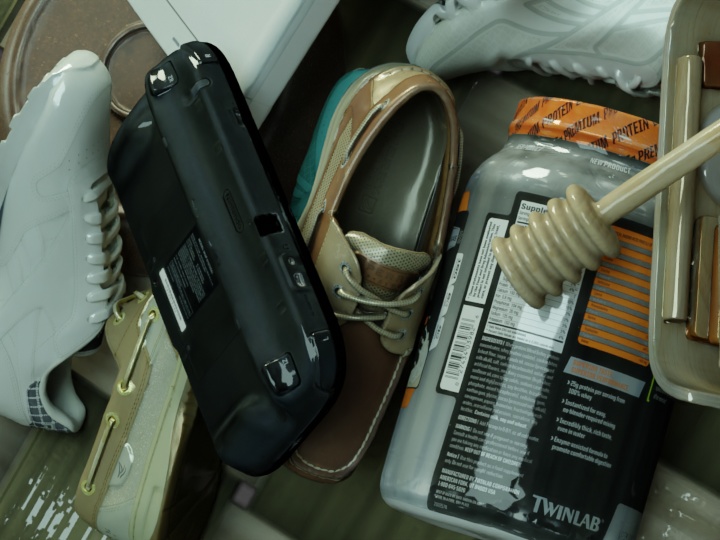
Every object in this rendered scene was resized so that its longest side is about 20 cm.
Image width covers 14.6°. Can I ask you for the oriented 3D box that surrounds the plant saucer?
[{"bbox_3d":[-0.106,-0.099,1.451,0.199,0.034,0.202,-5,77,21],"label":"plant saucer"}]

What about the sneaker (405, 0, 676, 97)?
[{"bbox_3d":[0.117,-0.118,1.354,0.199,0.075,0.082,-15,85,19],"label":"sneaker"}]

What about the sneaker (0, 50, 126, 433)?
[{"bbox_3d":[-0.149,-0.015,1.407,0.080,0.076,0.201,25,118,12],"label":"sneaker"}]

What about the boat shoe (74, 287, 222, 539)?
[{"bbox_3d":[-0.094,0.040,1.390,0.066,0.074,0.201,16,89,23],"label":"boat shoe"}]

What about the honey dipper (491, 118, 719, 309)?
[{"bbox_3d":[0.147,-0.052,1.207,0.200,0.038,0.038,-34,69,12],"label":"honey dipper"}]

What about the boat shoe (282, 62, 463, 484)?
[{"bbox_3d":[0.000,0.000,1.301,0.075,0.072,0.201,12,89,-13],"label":"boat shoe"}]

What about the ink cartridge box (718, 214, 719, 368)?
[{"bbox_3d":[0.271,0.001,1.168,0.199,0.165,0.076,4,78,-23],"label":"ink cartridge box"}]

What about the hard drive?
[{"bbox_3d":[-0.034,-0.181,1.358,0.200,0.027,0.132,-56,42,18],"label":"hard drive"}]

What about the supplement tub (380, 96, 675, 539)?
[{"bbox_3d":[0.091,0.029,1.300,0.122,0.122,0.201,15,83,23],"label":"supplement tub"}]

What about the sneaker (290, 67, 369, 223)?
[{"bbox_3d":[-0.014,-0.004,1.370,0.077,0.080,0.201,12,82,23],"label":"sneaker"}]

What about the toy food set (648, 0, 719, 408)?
[{"bbox_3d":[0.207,-0.028,1.257,0.060,0.143,0.201,-17,66,61],"label":"toy food set"}]

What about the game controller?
[{"bbox_3d":[-0.065,-0.006,1.310,0.104,0.042,0.201,-57,47,49],"label":"game controller"}]
